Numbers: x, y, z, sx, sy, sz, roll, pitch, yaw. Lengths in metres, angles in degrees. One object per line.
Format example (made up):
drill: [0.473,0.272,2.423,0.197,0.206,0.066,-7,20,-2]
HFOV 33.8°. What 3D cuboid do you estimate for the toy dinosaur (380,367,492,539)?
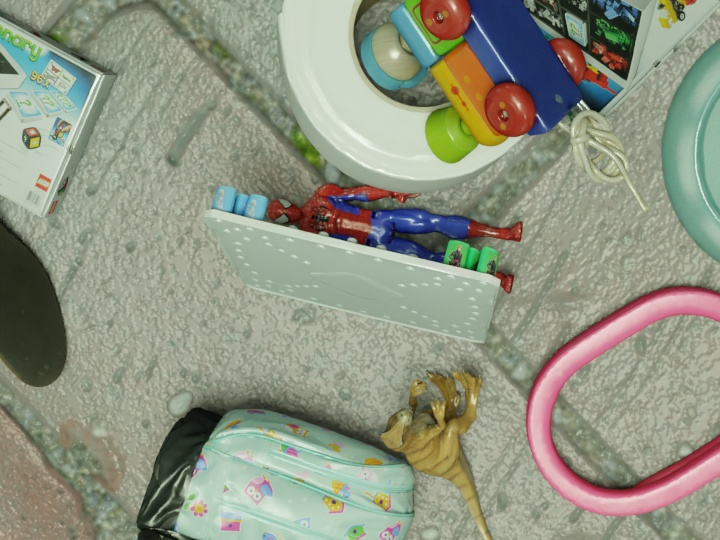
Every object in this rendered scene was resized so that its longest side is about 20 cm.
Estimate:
toy dinosaur: [0.062,0.136,0.911,0.060,0.200,0.108,7,65,37]

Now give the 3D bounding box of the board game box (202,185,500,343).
board game box: [0.000,0.000,0.848,0.196,0.200,0.026,13,76,6]

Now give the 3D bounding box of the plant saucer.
plant saucer: [0.323,-0.088,0.872,0.196,0.027,0.204,1,98,8]

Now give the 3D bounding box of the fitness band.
fitness band: [0.221,0.101,0.906,0.198,0.037,0.145,-33,91,10]

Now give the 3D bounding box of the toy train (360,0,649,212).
toy train: [0.088,-0.100,0.768,0.115,0.085,0.201,-27,101,50]

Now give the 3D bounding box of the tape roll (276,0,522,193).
tape roll: [0.039,-0.160,0.855,0.198,0.071,0.207,0,87,-4]

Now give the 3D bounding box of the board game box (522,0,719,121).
board game box: [0.133,-0.212,0.805,0.126,0.035,0.200,-42,91,-8]

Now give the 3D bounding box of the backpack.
backpack: [-0.058,0.176,0.900,0.197,0.167,0.129,17,95,-1]

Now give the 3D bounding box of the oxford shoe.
oxford shoe: [-0.308,0.007,0.966,0.071,0.071,0.202,-20,102,44]

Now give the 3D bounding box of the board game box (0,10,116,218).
board game box: [-0.309,-0.146,0.952,0.198,0.035,0.128,29,101,4]

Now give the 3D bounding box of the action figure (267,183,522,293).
action figure: [0.024,-0.029,0.911,0.196,0.052,0.067,10,91,10]
